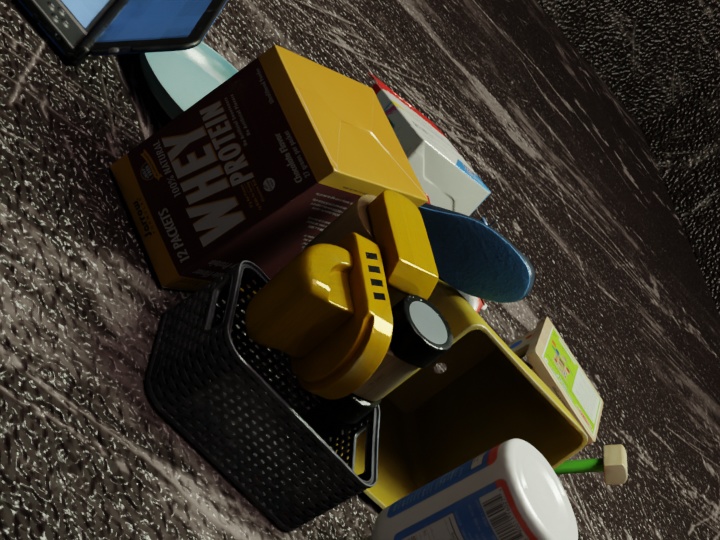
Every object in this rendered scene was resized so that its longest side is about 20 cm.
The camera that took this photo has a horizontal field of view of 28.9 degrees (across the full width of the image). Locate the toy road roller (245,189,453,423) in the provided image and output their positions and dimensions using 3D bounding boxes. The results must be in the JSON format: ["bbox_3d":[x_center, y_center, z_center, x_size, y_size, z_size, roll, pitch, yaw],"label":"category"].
[{"bbox_3d":[-0.021,0.016,1.177,0.146,0.123,0.200,27,36,-34],"label":"toy road roller"}]

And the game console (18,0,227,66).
[{"bbox_3d":[-0.234,-0.287,1.367,0.171,0.118,0.200,51,22,-19],"label":"game console"}]

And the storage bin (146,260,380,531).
[{"bbox_3d":[-0.080,0.109,1.206,0.200,0.094,0.135,47,24,-24],"label":"storage bin"}]

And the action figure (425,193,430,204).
[{"bbox_3d":[0.000,0.000,1.441,0.065,0.200,0.052,31,-14,9],"label":"action figure"}]

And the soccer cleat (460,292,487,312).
[{"bbox_3d":[0.110,0.000,1.822,0.085,0.069,0.200,36,26,-27],"label":"soccer cleat"}]

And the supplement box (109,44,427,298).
[{"bbox_3d":[-0.083,-0.082,1.308,0.197,0.200,0.133,10,50,-63],"label":"supplement box"}]

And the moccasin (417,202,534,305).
[{"bbox_3d":[0.086,-0.032,1.377,0.200,0.081,0.068,31,10,19],"label":"moccasin"}]

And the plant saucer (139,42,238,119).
[{"bbox_3d":[-0.159,-0.178,1.474,0.200,0.027,0.200,39,23,-20],"label":"plant saucer"}]

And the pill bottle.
[{"bbox_3d":[0.081,0.240,1.233,0.112,0.200,0.112,46,25,-29],"label":"pill bottle"}]

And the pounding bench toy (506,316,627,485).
[{"bbox_3d":[0.198,0.190,1.621,0.200,0.156,0.124,56,20,-6],"label":"pounding bench toy"}]

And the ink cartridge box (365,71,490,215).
[{"bbox_3d":[0.055,-0.139,1.596,0.116,0.067,0.200,34,14,-33],"label":"ink cartridge box"}]

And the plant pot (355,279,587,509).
[{"bbox_3d":[0.075,0.123,1.417,0.200,0.200,0.177,45,13,-31],"label":"plant pot"}]
